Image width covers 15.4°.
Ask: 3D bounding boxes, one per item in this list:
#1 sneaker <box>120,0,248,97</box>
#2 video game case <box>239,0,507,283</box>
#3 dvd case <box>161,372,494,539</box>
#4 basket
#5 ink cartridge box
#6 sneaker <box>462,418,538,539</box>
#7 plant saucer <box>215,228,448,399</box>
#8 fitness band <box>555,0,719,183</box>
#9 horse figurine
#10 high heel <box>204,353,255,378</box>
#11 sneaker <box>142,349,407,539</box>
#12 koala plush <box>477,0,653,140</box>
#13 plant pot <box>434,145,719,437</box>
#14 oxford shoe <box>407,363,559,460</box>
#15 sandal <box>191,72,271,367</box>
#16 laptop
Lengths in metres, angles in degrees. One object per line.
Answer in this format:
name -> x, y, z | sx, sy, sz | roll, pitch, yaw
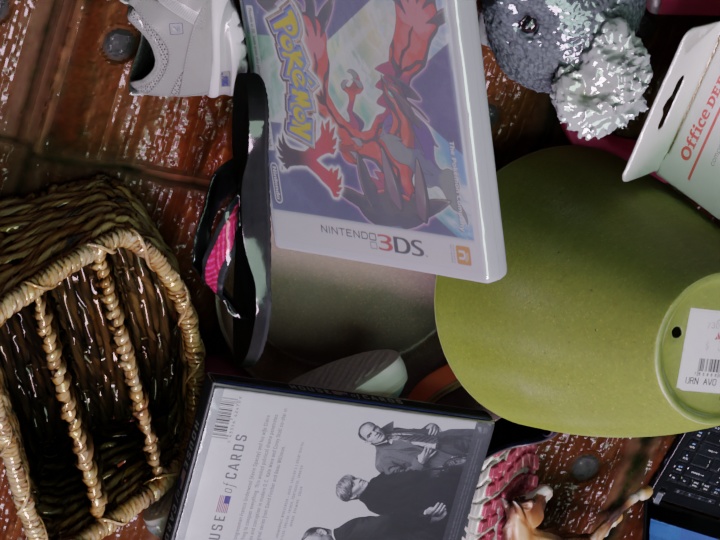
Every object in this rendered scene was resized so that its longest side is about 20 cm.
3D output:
sneaker -> -0.119, -0.184, 1.602 | 0.082, 0.075, 0.201 | -13, 123, -8
video game case -> 0.003, -0.099, 1.595 | 0.023, 0.182, 0.201 | -24, 114, -42
dvd case -> -0.023, 0.150, 1.719 | 0.199, 0.025, 0.151 | 9, 106, -23
basket -> -0.168, 0.061, 1.692 | 0.142, 0.149, 0.201 | -14, 121, -5
ink cartridge box -> 0.260, -0.098, 1.653 | 0.199, 0.067, 0.117 | -14, 133, -46
sneaker -> 0.066, 0.183, 1.869 | 0.081, 0.074, 0.201 | -11, 122, -60
plant saucer -> 0.000, 0.000, 1.765 | 0.199, 0.035, 0.201 | -6, 120, -10
fitness band -> 0.224, -0.124, 1.745 | 0.199, 0.037, 0.144 | 2, 120, -14
horse figurine -> 0.139, 0.227, 1.895 | 0.132, 0.050, 0.201 | -22, 137, -41
high heel -> -0.057, 0.149, 1.801 | 0.067, 0.096, 0.201 | -23, 123, 1
sneaker -> -0.043, 0.131, 1.758 | 0.200, 0.074, 0.082 | -34, 112, 1
koala plush -> 0.137, -0.193, 1.609 | 0.183, 0.177, 0.201 | 0, 118, -34
plant pot -> 0.173, 0.029, 1.656 | 0.186, 0.200, 0.188 | -5, 103, -24
oxford shoe -> 0.133, 0.077, 1.804 | 0.199, 0.073, 0.071 | -27, 143, -10
sandal -> -0.082, -0.031, 1.661 | 0.045, 0.075, 0.201 | -7, 123, -12
laptop -> 0.303, 0.187, 1.908 | 0.177, 0.103, 0.201 | 18, 114, -23
